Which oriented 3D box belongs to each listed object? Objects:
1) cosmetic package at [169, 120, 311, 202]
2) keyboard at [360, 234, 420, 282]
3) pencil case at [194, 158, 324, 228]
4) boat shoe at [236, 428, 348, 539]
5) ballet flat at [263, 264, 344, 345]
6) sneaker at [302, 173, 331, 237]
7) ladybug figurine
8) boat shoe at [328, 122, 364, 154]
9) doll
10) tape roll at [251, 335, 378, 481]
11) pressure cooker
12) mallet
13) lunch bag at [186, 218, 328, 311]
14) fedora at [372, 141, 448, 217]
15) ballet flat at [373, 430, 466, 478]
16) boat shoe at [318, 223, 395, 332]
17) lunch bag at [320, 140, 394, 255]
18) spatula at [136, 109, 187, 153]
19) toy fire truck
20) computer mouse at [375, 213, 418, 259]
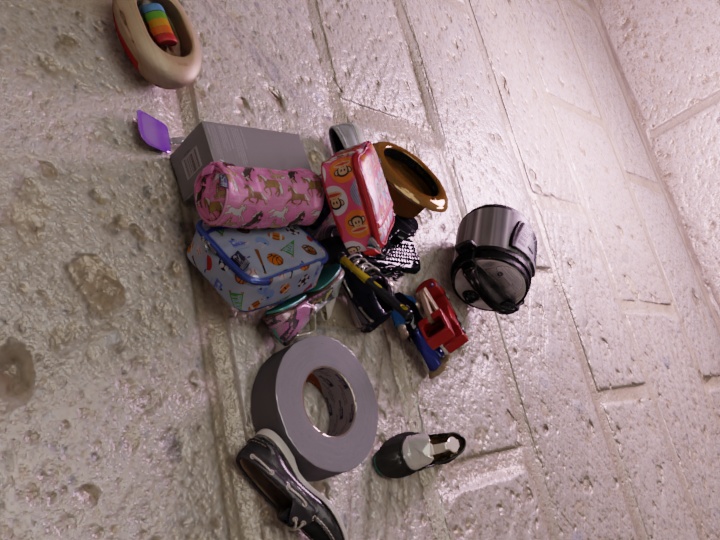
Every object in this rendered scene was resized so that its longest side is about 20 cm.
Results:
[{"bbox_3d":[-0.183,-0.164,1.069,0.197,0.106,0.092,-6,70,-50],"label":"cosmetic package"},{"bbox_3d":[0.055,-0.032,1.296,0.197,0.039,0.107,6,63,-44],"label":"keyboard"},{"bbox_3d":[-0.142,-0.110,0.991,0.197,0.087,0.083,-3,44,-47],"label":"pencil case"},{"bbox_3d":[-0.092,0.311,0.913,0.202,0.073,0.060,56,40,-2],"label":"boat shoe"},{"bbox_3d":[-0.081,0.059,1.081,0.200,0.068,0.073,-40,115,-54],"label":"ballet flat"},{"bbox_3d":[-0.071,-0.122,1.180,0.070,0.081,0.202,44,43,-18],"label":"sneaker"},{"bbox_3d":[-0.325,-0.371,1.063,0.134,0.071,0.204,-12,77,-50],"label":"ladybug figurine"},{"bbox_3d":[-0.019,-0.187,1.297,0.070,0.070,0.206,-7,73,-27],"label":"boat shoe"},{"bbox_3d":[0.093,0.099,1.247,0.202,0.048,0.136,55,24,-4],"label":"doll"},{"bbox_3d":[-0.065,0.204,1.011,0.198,0.066,0.205,26,51,-36],"label":"tape roll"},{"bbox_3d":[0.277,-0.012,1.418,0.171,0.181,0.203,13,49,6],"label":"pressure cooker"},{"bbox_3d":[0.012,0.009,1.096,0.198,0.042,0.065,36,33,18],"label":"mallet"},{"bbox_3d":[-0.156,-0.027,1.014,0.160,0.076,0.198,45,33,22],"label":"lunch bag"},{"bbox_3d":[0.083,-0.169,1.355,0.198,0.082,0.203,29,32,-20],"label":"fedora"},{"bbox_3d":[0.108,0.298,1.136,0.197,0.068,0.070,1,67,-46],"label":"ballet flat"},{"bbox_3d":[0.000,0.000,1.167,0.074,0.092,0.204,-25,86,-34],"label":"boat shoe"},{"bbox_3d":[0.002,-0.109,1.106,0.200,0.080,0.181,-65,140,-70],"label":"lunch bag"},{"bbox_3d":[-0.264,-0.202,1.069,0.197,0.020,0.058,8,61,-45],"label":"spatula"},{"bbox_3d":[0.138,0.077,1.239,0.141,0.048,0.202,46,17,-41],"label":"toy fire truck"},{"bbox_3d":[0.063,-0.063,1.309,0.058,0.034,0.200,40,33,4],"label":"computer mouse"}]
